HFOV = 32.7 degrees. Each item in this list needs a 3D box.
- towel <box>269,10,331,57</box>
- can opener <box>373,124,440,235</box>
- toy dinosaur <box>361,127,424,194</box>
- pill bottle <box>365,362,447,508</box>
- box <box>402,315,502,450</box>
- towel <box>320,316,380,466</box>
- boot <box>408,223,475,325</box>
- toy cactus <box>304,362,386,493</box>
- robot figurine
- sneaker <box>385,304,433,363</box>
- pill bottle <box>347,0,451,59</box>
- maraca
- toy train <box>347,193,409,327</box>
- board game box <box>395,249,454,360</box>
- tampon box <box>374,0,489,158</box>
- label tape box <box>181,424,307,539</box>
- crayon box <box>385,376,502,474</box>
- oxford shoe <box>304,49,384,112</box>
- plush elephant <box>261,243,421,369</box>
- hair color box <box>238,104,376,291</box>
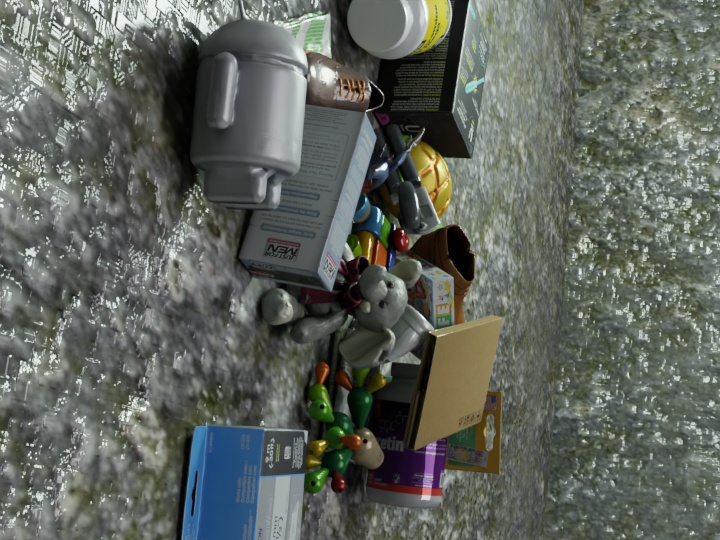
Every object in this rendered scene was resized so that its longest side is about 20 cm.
[{"bbox_3d":[-0.073,-0.232,1.485,0.200,0.023,0.155,-44,134,-65],"label":"towel"},{"bbox_3d":[0.061,-0.130,1.709,0.067,0.052,0.201,86,-12,-51],"label":"can opener"},{"bbox_3d":[-0.005,-0.134,1.618,0.201,0.104,0.182,-59,171,-17],"label":"toy dinosaur"},{"bbox_3d":[0.071,0.238,1.774,0.112,0.111,0.203,23,72,-70],"label":"pill bottle"},{"bbox_3d":[0.132,0.152,1.705,0.199,0.021,0.166,-9,114,-57],"label":"box"},{"bbox_3d":[-0.004,0.168,1.732,0.193,0.034,0.203,43,52,-66],"label":"towel"},{"bbox_3d":[0.138,0.035,1.807,0.155,0.076,0.202,-35,-109,62],"label":"boot"},{"bbox_3d":[-0.010,0.207,1.597,0.165,0.101,0.202,49,44,-46],"label":"toy cactus"},{"bbox_3d":[-0.112,-0.164,1.235,0.170,0.111,0.203,22,72,-76],"label":"robot figurine"},{"bbox_3d":[0.036,0.092,1.702,0.089,0.075,0.200,-48,-175,-8],"label":"sneaker"},{"bbox_3d":[0.052,-0.354,1.708,0.200,0.111,0.114,-37,127,-66],"label":"pill bottle"},{"bbox_3d":[0.090,-0.120,1.850,0.200,0.106,0.139,50,39,-55],"label":"maraca"},{"bbox_3d":[0.000,0.000,1.641,0.116,0.084,0.202,53,37,-46],"label":"toy train"},{"bbox_3d":[0.082,0.051,1.790,0.200,0.034,0.136,-145,-130,-65],"label":"board game box"},{"bbox_3d":[0.111,-0.293,1.873,0.150,0.125,0.202,53,44,-62],"label":"tampon box"},{"bbox_3d":[-0.123,0.243,1.333,0.200,0.065,0.145,25,69,-72],"label":"label tape box"},{"bbox_3d":[0.121,0.234,1.856,0.052,0.197,0.128,-13,105,-71],"label":"crayon box"},{"bbox_3d":[-0.028,-0.225,1.476,0.200,0.072,0.072,-7,102,-70],"label":"oxford shoe"},{"bbox_3d":[-0.013,0.025,1.491,0.200,0.153,0.166,62,36,-56],"label":"plush elephant"},{"bbox_3d":[-0.058,-0.085,1.398,0.061,0.098,0.202,60,43,-63],"label":"hair color box"}]
